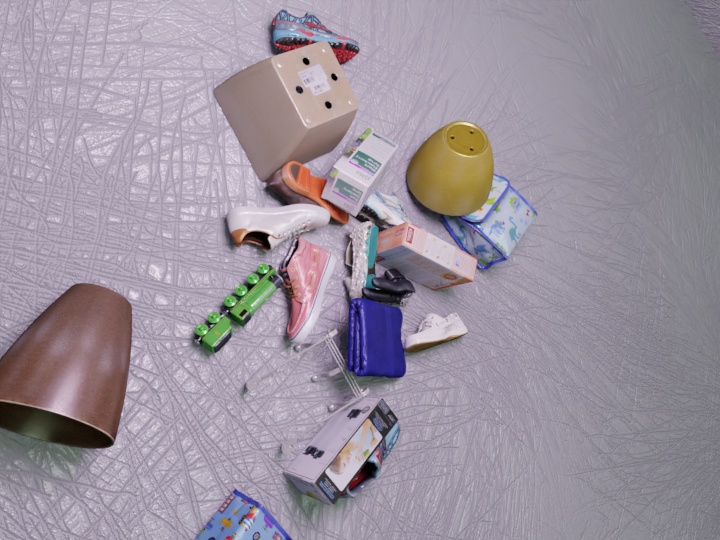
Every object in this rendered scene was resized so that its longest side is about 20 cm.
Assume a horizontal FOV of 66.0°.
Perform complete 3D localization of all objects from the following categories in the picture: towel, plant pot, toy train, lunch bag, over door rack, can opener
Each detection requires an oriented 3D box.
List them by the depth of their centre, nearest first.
[{"bbox_3d":[-0.411,0.126,0.793,0.186,0.187,0.201,27,53,-26],"label":"plant pot"},{"bbox_3d":[-0.183,0.497,0.921,0.151,0.094,0.200,-48,119,-31],"label":"lunch bag"},{"bbox_3d":[-0.212,0.065,0.989,0.056,0.042,0.200,33,59,15],"label":"toy train"},{"bbox_3d":[-0.100,0.218,1.034,0.200,0.067,0.148,-32,97,-21],"label":"over door rack"},{"bbox_3d":[-0.122,-0.316,1.050,0.199,0.177,0.201,-33,100,-33],"label":"plant pot"},{"bbox_3d":[0.030,0.137,1.091,0.200,0.049,0.149,22,62,-62],"label":"towel"},{"bbox_3d":[0.053,0.041,1.127,0.079,0.064,0.200,41,17,19],"label":"can opener"},{"bbox_3d":[0.214,-0.243,1.225,0.199,0.142,0.201,4,61,-7],"label":"plant pot"},{"bbox_3d":[0.297,-0.135,1.326,0.200,0.127,0.170,44,62,-4],"label":"lunch bag"}]

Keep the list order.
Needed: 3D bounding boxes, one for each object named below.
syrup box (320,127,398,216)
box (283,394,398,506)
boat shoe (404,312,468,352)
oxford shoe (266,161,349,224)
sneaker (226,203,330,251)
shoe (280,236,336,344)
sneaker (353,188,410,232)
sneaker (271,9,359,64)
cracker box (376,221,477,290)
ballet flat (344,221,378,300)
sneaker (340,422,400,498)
[{"bbox_3d":[0.002,-0.201,1.115,0.079,0.082,0.200,29,40,2],"label":"syrup box"},{"bbox_3d":[-0.035,0.323,1.022,0.200,0.116,0.060,-45,108,-32],"label":"box"},{"bbox_3d":[0.156,0.129,1.211,0.199,0.071,0.070,-6,70,-49],"label":"boat shoe"},{"bbox_3d":[-0.099,-0.146,1.105,0.200,0.073,0.072,35,46,-42],"label":"oxford shoe"},{"bbox_3d":[-0.147,-0.074,1.043,0.199,0.073,0.085,-6,66,-23],"label":"sneaker"},{"bbox_3d":[-0.118,0.034,1.052,0.091,0.071,0.201,31,60,-23],"label":"shoe"},{"bbox_3d":[0.071,-0.123,1.200,0.200,0.077,0.087,35,61,-23],"label":"sneaker"},{"bbox_3d":[-0.088,-0.496,1.157,0.199,0.079,0.096,-3,78,-36],"label":"sneaker"},{"bbox_3d":[0.131,-0.027,1.183,0.199,0.134,0.058,25,68,-27],"label":"cracker box"},{"bbox_3d":[0.000,0.000,1.135,0.071,0.072,0.201,6,87,-32],"label":"ballet flat"},{"bbox_3d":[0.022,0.363,1.061,0.200,0.095,0.079,-42,104,-31],"label":"sneaker"}]
